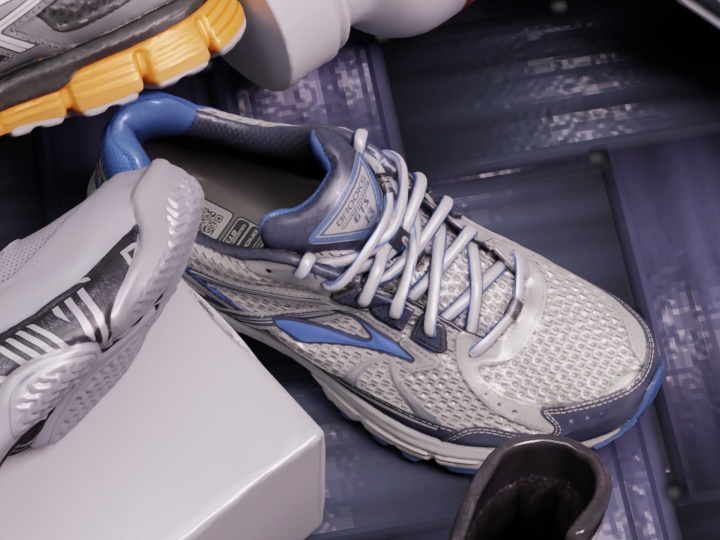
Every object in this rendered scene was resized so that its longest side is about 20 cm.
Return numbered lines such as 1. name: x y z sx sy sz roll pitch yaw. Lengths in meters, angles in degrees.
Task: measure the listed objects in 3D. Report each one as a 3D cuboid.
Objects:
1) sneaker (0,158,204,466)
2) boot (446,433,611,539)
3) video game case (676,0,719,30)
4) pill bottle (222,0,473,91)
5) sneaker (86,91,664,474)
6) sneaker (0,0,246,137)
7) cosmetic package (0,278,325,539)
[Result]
1. sneaker: -0.141 0.019 0.770 0.115 0.075 0.200 41 73 6
2. boot: 0.021 0.152 0.755 0.070 0.132 0.200 10 63 5
3. video game case: 0.162 -0.157 0.909 0.182 0.022 0.200 30 65 -27
4. pill bottle: 0.026 -0.151 0.924 0.200 0.112 0.112 -38 68 -18
5. sneaker: 0.000 0.000 0.861 0.200 0.085 0.077 20 65 10
6. sneaker: -0.138 -0.071 0.850 0.200 0.078 0.077 -24 107 -17
7. cosmetic package: -0.116 0.088 0.826 0.200 0.074 0.102 -35 67 -18
